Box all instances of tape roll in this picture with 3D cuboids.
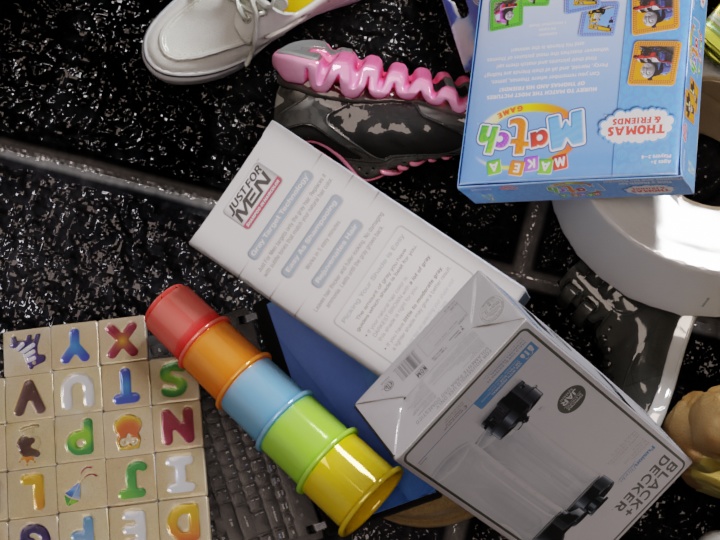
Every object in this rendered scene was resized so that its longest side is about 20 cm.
[{"bbox_3d":[0.233,-0.071,1.040,0.202,0.071,0.202,2,64,-4],"label":"tape roll"}]

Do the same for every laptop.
[{"bbox_3d":[-0.070,0.105,1.036,0.200,0.103,0.177,-17,80,-14],"label":"laptop"}]

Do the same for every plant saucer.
[{"bbox_3d":[-0.224,0.190,1.049,0.200,0.050,0.200,-1,88,23],"label":"plant saucer"}]

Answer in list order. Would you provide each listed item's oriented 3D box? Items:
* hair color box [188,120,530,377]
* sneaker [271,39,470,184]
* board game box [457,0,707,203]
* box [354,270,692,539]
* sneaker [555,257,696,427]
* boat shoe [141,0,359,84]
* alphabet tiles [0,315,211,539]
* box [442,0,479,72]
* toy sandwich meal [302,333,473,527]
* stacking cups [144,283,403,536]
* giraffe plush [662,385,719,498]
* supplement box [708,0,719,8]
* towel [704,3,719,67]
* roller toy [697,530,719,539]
[{"bbox_3d":[0.000,0.000,0.991,0.200,0.061,0.099,34,90,11],"label":"hair color box"},{"bbox_3d":[0.027,-0.100,1.096,0.200,0.079,0.095,15,107,5],"label":"sneaker"},{"bbox_3d":[0.148,-0.145,0.997,0.151,0.037,0.200,-1,70,28],"label":"board game box"},{"bbox_3d":[0.106,0.102,0.943,0.117,0.060,0.200,-47,129,4],"label":"box"},{"bbox_3d":[0.176,0.055,1.068,0.099,0.071,0.200,18,80,6],"label":"sneaker"},{"bbox_3d":[-0.069,-0.198,1.092,0.202,0.086,0.075,-23,84,0],"label":"boat shoe"},{"bbox_3d":[-0.187,0.129,1.018,0.166,0.006,0.200,-6,69,-1],"label":"alphabet tiles"},{"bbox_3d":[0.151,-0.229,1.074,0.200,0.048,0.122,-21,82,28],"label":"box"},{"bbox_3d":[0.052,0.086,1.065,0.205,0.070,0.205,3,96,30],"label":"toy sandwich meal"},{"bbox_3d":[-0.064,0.086,0.999,0.200,0.061,0.061,42,88,13],"label":"stacking cups"},{"bbox_3d":[0.322,0.087,1.020,0.200,0.173,0.162,25,76,1],"label":"giraffe plush"},{"bbox_3d":[0.324,-0.209,1.087,0.200,0.061,0.109,40,87,5],"label":"supplement box"},{"bbox_3d":[0.318,-0.200,1.040,0.086,0.018,0.200,42,77,0],"label":"towel"},{"bbox_3d":[0.294,0.244,0.981,0.182,0.200,0.140,14,85,10],"label":"roller toy"}]
